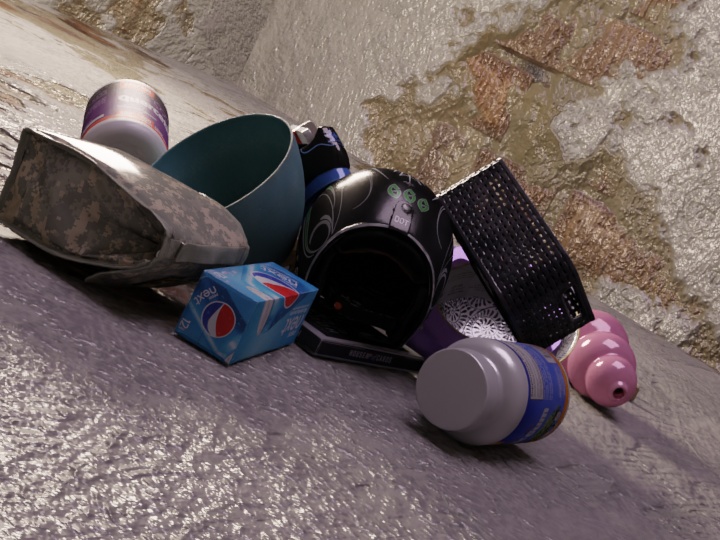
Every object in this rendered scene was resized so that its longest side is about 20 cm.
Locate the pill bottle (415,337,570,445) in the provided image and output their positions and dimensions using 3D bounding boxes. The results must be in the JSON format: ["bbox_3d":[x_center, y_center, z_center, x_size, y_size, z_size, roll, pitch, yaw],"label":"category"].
[{"bbox_3d":[0.139,0.129,1.277,0.112,0.113,0.199,32,11,29],"label":"pill bottle"}]

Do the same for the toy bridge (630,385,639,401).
[{"bbox_3d":[0.446,0.183,2.130,0.067,0.027,0.200,25,9,0],"label":"toy bridge"}]

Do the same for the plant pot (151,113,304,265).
[{"bbox_3d":[-0.145,-0.068,1.398,0.200,0.199,0.135,39,-21,53],"label":"plant pot"}]

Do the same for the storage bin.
[{"bbox_3d":[0.180,-0.016,1.415,0.201,0.093,0.135,63,4,39],"label":"storage bin"}]

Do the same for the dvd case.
[{"bbox_3d":[-0.035,0.065,1.400,0.150,0.025,0.199,34,10,37],"label":"dvd case"}]

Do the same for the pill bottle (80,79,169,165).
[{"bbox_3d":[-0.302,-0.174,1.546,0.112,0.113,0.201,24,23,-21],"label":"pill bottle"}]

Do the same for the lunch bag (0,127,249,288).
[{"bbox_3d":[-0.223,-0.045,1.167,0.199,0.119,0.164,26,7,22],"label":"lunch bag"}]

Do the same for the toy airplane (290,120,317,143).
[{"bbox_3d":[-0.063,-0.114,1.730,0.199,0.141,0.200,39,-3,24],"label":"toy airplane"}]

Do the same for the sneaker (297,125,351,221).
[{"bbox_3d":[-0.084,-0.105,1.490,0.070,0.199,0.079,0,68,-46],"label":"sneaker"}]

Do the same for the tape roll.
[{"bbox_3d":[0.153,0.062,1.496,0.198,0.066,0.201,7,45,-7],"label":"tape roll"}]

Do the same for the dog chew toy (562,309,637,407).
[{"bbox_3d":[0.371,0.143,1.868,0.124,0.125,0.200,25,18,-15],"label":"dog chew toy"}]

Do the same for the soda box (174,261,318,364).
[{"bbox_3d":[-0.108,0.038,1.193,0.064,0.068,0.200,29,9,11],"label":"soda box"}]

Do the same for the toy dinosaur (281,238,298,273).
[{"bbox_3d":[-0.078,-0.019,1.515,0.198,0.059,0.101,-4,-8,-7],"label":"toy dinosaur"}]

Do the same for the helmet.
[{"bbox_3d":[0.016,-0.020,1.392,0.199,0.201,0.191,26,24,-8],"label":"helmet"}]

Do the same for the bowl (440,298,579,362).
[{"bbox_3d":[0.182,0.085,1.592,0.198,0.095,0.202,6,46,-7],"label":"bowl"}]
